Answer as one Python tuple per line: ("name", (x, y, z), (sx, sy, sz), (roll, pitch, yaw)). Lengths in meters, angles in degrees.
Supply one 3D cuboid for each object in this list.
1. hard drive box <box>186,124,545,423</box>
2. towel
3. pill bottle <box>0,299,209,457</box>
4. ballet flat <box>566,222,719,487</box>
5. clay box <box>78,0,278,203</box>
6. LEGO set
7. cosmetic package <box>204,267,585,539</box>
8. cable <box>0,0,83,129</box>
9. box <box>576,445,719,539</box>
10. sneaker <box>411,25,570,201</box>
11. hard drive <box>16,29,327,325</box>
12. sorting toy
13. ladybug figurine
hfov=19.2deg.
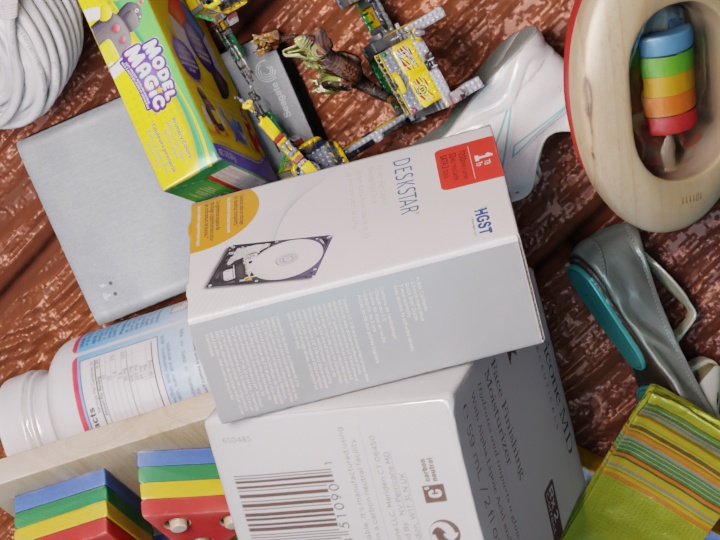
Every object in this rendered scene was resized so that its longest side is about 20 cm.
("hard drive box", (0.000, 0.000, 1.286), (0.198, 0.156, 0.077), (-14, 118, 3))
("towel", (0.183, 0.173, 1.413), (0.086, 0.018, 0.201), (29, 117, 3))
("pill bottle", (-0.142, 0.085, 1.457), (0.199, 0.109, 0.109), (-18, 101, 15))
("ballet flat", (0.206, 0.060, 1.414), (0.063, 0.067, 0.201), (-31, 101, -14))
("clay box", (-0.127, -0.141, 1.364), (0.047, 0.115, 0.201), (-27, 78, 12))
("LEGO set", (-0.015, -0.147, 1.347), (0.153, 0.116, 0.201), (-22, 94, -16))
("cosmetic package", (0.028, 0.116, 1.340), (0.164, 0.200, 0.166), (-7, 111, 23))
("cable", (-0.276, -0.175, 1.382), (0.199, 0.070, 0.200), (16, 150, 19))
("box", (0.143, 0.185, 1.467), (0.199, 0.041, 0.120), (25, 107, 1))
("sneaker", (0.071, -0.064, 1.401), (0.080, 0.071, 0.200), (40, 110, -13))
("hard drive", (-0.118, -0.062, 1.453), (0.199, 0.033, 0.140), (-21, 99, 14))
("sorting toy", (-0.120, 0.172, 1.431), (0.197, 0.200, 0.070), (-18, 57, 14))
("ladybug figurine", (0.182, -0.125, 1.347), (0.135, 0.072, 0.202), (-14, 112, -27))
